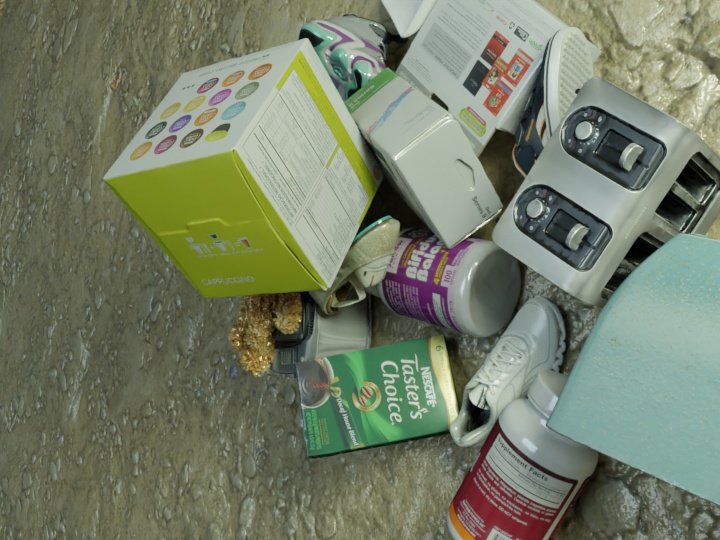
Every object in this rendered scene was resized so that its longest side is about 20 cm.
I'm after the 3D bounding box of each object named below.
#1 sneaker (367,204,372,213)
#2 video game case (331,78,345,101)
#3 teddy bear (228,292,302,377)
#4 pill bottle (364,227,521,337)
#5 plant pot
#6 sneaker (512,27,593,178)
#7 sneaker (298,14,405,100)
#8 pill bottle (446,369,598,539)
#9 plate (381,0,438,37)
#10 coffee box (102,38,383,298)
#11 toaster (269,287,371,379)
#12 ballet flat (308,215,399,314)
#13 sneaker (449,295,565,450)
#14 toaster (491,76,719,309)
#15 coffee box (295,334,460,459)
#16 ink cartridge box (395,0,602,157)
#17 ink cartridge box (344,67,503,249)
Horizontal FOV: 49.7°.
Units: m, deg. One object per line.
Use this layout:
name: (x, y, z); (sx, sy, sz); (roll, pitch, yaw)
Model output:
sneaker: (-0.053, -0.136, 1.147); (0.077, 0.088, 0.200); (-48, 53, 5)
video game case: (-0.012, -0.209, 1.098); (0.181, 0.023, 0.200); (-37, 52, -3)
teddy bear: (-0.127, 0.040, 1.020); (0.201, 0.066, 0.146); (-53, 38, 36)
pill bottle: (0.089, 0.008, 0.961); (0.199, 0.111, 0.114); (13, 94, 46)
plant pot: (0.314, 0.084, 0.662); (0.195, 0.195, 0.203); (19, 90, 46)
sneaker: (0.207, -0.159, 0.851); (0.079, 0.078, 0.203); (13, 115, 47)
sneaker: (0.023, -0.290, 1.077); (0.200, 0.139, 0.078); (49, 146, 12)
pill bottle: (0.181, 0.214, 0.832); (0.113, 0.112, 0.202); (41, 113, 42)
plate: (0.101, -0.417, 1.027); (0.201, 0.032, 0.201); (-58, 24, 25)
coffee box: (-0.125, -0.108, 0.892); (0.197, 0.201, 0.199); (-5, 44, 33)
toaster: (-0.059, 0.052, 1.101); (0.113, 0.128, 0.203); (-11, 77, 44)
ballet flat: (0.000, 0.000, 0.949); (0.063, 0.067, 0.200); (62, 145, 8)
sneaker: (0.167, 0.122, 0.886); (0.075, 0.080, 0.202); (36, 109, 45)
toaster: (0.249, -0.059, 0.757); (0.119, 0.199, 0.182); (42, 106, 38)
coffee box: (0.023, 0.158, 0.978); (0.197, 0.044, 0.125); (-10, 71, 3)
ink cartridge box: (0.157, -0.251, 0.946); (0.176, 0.083, 0.201); (-55, 49, 24)
ink cartridge box: (0.069, -0.139, 0.931); (0.087, 0.146, 0.200); (-37, 34, 0)
